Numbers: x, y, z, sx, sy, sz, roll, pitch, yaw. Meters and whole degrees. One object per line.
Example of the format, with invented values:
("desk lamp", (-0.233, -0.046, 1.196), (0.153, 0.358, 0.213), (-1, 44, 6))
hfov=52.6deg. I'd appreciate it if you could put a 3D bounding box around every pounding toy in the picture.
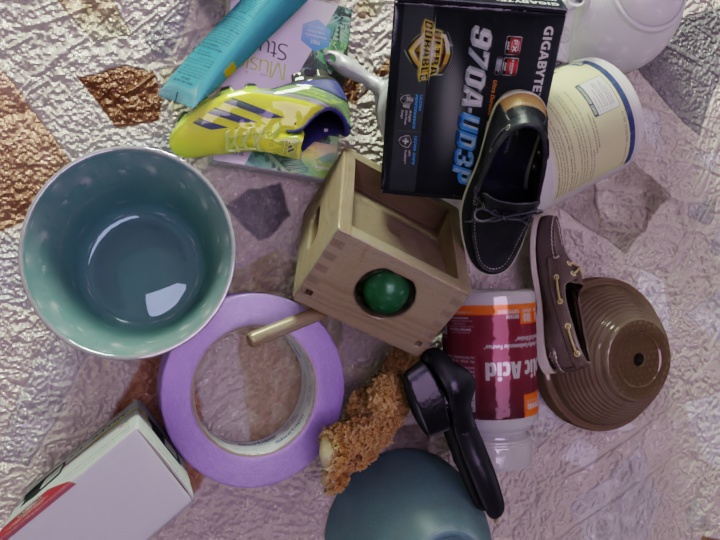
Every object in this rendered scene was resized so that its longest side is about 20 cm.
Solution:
("pounding toy", (0.000, 0.000, 0.773), (0.182, 0.202, 0.143), (25, 125, -17))

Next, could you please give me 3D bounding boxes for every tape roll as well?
("tape roll", (-0.119, 0.127, 0.795), (0.196, 0.065, 0.205), (0, 90, -19))

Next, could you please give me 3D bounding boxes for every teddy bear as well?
("teddy bear", (0.022, 0.164, 0.803), (0.199, 0.066, 0.147), (-36, 144, -45))

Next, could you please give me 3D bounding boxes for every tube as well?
("tube", (-0.127, -0.246, 0.759), (0.201, 0.077, 0.051), (-50, 130, -15))

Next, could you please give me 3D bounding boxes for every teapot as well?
("teapot", (0.340, -0.350, 0.915), (0.195, 0.146, 0.203), (29, 80, -17))

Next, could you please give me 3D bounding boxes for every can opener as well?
("can opener", (0.107, 0.177, 0.791), (0.078, 0.063, 0.203), (-26, 105, -7))

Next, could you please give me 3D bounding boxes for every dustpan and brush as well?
("dustpan and brush", (0.043, -0.187, 0.802), (0.197, 0.057, 0.141), (27, 118, -3))

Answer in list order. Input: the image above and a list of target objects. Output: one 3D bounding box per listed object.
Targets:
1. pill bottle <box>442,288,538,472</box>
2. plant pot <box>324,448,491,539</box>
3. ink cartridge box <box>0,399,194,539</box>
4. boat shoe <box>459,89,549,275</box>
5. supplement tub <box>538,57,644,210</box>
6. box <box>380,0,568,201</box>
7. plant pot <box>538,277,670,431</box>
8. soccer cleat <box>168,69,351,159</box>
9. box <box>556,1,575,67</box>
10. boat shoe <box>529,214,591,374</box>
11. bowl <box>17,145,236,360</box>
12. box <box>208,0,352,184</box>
("pill bottle", (0.153, 0.125, 0.863), (0.112, 0.114, 0.205), (-2, 90, -19))
("plant pot", (0.071, 0.318, 0.824), (0.196, 0.134, 0.205), (0, 90, -19))
("ink cartridge box", (-0.242, 0.209, 0.681), (0.145, 0.200, 0.083), (-39, 99, -15))
("boat shoe", (0.141, -0.073, 0.715), (0.073, 0.063, 0.203), (5, 127, -3))
("supplement tub", (0.220, -0.153, 0.872), (0.197, 0.145, 0.147), (-26, 98, -18))
("box", (0.103, -0.167, 0.717), (0.155, 0.046, 0.203), (5, 126, 0))
("plant pot", (0.328, 0.111, 0.938), (0.197, 0.093, 0.205), (0, 90, -18))
("soccer cleat", (-0.099, -0.149, 0.761), (0.197, 0.065, 0.085), (-21, 77, -20))
("box", (0.133, -0.248, 0.814), (0.114, 0.199, 0.061), (9, 88, -20))
("boat shoe", (0.247, 0.024, 0.898), (0.071, 0.059, 0.204), (27, 59, -52))
("bowl", (-0.222, -0.009, 0.725), (0.196, 0.105, 0.205), (2, 79, -9))
("box", (-0.089, -0.209, 0.822), (0.141, 0.036, 0.205), (6, 89, -19))
